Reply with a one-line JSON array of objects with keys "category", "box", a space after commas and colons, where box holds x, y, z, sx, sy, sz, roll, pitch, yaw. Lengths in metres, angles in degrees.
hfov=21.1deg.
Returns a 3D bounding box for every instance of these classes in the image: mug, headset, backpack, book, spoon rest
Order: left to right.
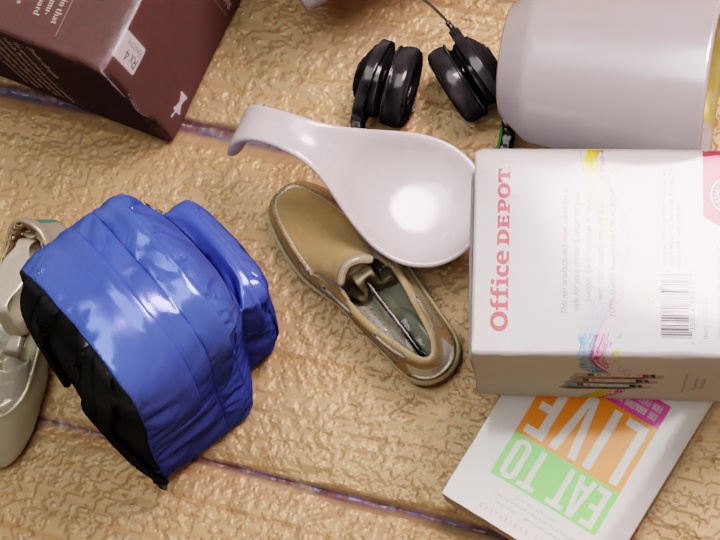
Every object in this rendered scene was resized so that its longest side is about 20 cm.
[{"category": "backpack", "box": [-0.154, 0.031, 1.401, 0.168, 0.200, 0.162, -44, 71, -11]}, {"category": "spoon rest", "box": [-0.002, -0.070, 1.422, 0.200, 0.061, 0.100, 23, 77, 5]}, {"category": "headset", "box": [0.054, -0.146, 1.484, 0.123, 0.094, 0.200, -5, 90, 9]}, {"category": "book", "box": [0.167, 0.113, 1.395, 0.133, 0.048, 0.200, 30, 81, 15]}, {"category": "mug", "box": [0.185, -0.147, 1.416, 0.153, 0.187, 0.150, 7, 103, 13]}]

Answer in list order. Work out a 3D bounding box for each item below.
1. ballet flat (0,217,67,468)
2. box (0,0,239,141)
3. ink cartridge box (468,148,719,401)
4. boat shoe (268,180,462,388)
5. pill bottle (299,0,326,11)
[{"category": "ballet flat", "box": [-0.272, 0.052, 1.494, 0.069, 0.069, 0.200, 10, 78, 15]}, {"category": "box", "box": [-0.221, -0.228, 1.504, 0.200, 0.166, 0.164, 22, 80, 17]}, {"category": "ink cartridge box", "box": [0.175, 0.006, 1.326, 0.200, 0.145, 0.146, 2, 75, 5]}, {"category": "boat shoe", "box": [0.000, 0.000, 1.441, 0.072, 0.076, 0.200, -46, 70, 0]}, {"category": "pill bottle", "box": [0.016, -0.288, 1.441, 0.200, 0.114, 0.114, -35, 71, 2]}]
